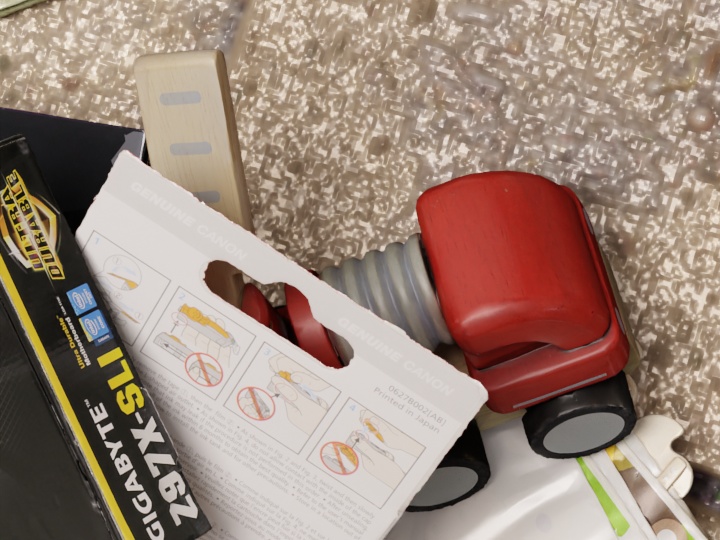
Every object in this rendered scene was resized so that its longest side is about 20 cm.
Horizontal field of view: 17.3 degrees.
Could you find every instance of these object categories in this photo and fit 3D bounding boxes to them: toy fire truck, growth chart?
[{"bbox_3d":[0.000,0.000,0.924,0.175,0.200,0.129,-20,60,10],"label":"toy fire truck"},{"bbox_3d":[0.075,0.113,0.972,0.144,0.018,0.201,-25,63,6],"label":"growth chart"}]

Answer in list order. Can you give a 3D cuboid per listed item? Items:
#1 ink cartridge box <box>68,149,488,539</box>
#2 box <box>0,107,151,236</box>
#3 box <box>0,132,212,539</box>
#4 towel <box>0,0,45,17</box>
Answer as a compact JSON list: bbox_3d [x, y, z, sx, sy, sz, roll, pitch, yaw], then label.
[{"bbox_3d":[-0.058,0.058,0.898,0.160,0.050,0.200,33,124,-2],"label":"ink cartridge box"},{"bbox_3d":[-0.172,-0.027,0.994,0.198,0.141,0.079,10,83,10],"label":"box"},{"bbox_3d":[-0.167,0.058,0.886,0.199,0.049,0.161,-23,92,38],"label":"box"},{"bbox_3d":[-0.214,-0.197,1.071,0.147,0.036,0.201,-20,81,6],"label":"towel"}]
